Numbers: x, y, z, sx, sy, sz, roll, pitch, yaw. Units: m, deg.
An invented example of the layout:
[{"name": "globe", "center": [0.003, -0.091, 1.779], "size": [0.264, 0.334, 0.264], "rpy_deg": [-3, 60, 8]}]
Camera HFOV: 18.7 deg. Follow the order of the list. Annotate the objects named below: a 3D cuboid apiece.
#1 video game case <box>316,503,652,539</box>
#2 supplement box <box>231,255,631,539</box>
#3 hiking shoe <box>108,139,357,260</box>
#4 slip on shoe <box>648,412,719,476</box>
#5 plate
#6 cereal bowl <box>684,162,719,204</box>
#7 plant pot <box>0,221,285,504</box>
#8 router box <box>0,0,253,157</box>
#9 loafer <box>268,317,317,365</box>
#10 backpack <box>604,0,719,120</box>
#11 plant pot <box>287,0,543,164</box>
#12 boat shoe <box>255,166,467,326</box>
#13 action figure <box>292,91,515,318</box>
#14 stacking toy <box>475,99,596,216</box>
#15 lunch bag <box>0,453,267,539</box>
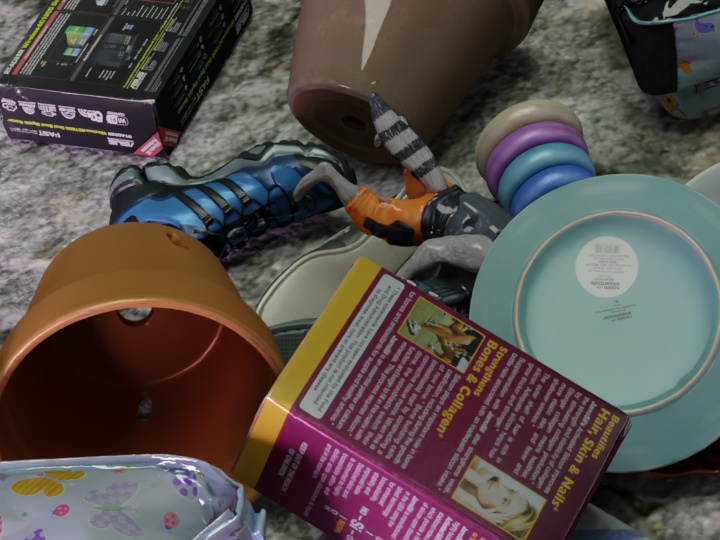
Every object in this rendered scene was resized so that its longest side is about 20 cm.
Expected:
[{"name": "video game case", "center": [0.057, 0.198, 1.388], "size": [0.182, 0.022, 0.200], "rpy_deg": [28, 56, 35]}, {"name": "supplement box", "center": [0.043, 0.108, 1.342], "size": [0.199, 0.103, 0.131], "rpy_deg": [32, 53, 5]}, {"name": "hiking shoe", "center": [-0.097, -0.038, 1.646], "size": [0.198, 0.075, 0.087], "rpy_deg": [-9, 49, 17]}, {"name": "slip on shoe", "center": [0.171, 0.098, 1.430], "size": [0.198, 0.075, 0.061], "rpy_deg": [5, 34, 10]}, {"name": "plate", "center": [0.166, 0.029, 1.409], "size": [0.198, 0.026, 0.202], "rpy_deg": [-3, 73, 11]}, {"name": "cereal bowl", "center": [0.297, 0.009, 1.489], "size": [0.198, 0.084, 0.201], "rpy_deg": [-6, 43, 5]}, {"name": "plant pot", "center": [-0.147, 0.062, 1.457], "size": [0.198, 0.201, 0.140], "rpy_deg": [-11, 35, 0]}, {"name": "router box", "center": [-0.195, -0.185, 1.819], "size": [0.149, 0.062, 0.201], "rpy_deg": [9, 47, 20]}, {"name": "loafer", "center": [0.021, 0.068, 1.514], "size": [0.198, 0.073, 0.063], "rpy_deg": [5, 11, 12]}, {"name": "backpack", "center": [0.289, -0.222, 1.684], "size": [0.199, 0.154, 0.177], "rpy_deg": [-20, 45, 5]}, {"name": "plant pot", "center": [0.025, -0.183, 1.700], "size": [0.199, 0.201, 0.176], "rpy_deg": [12, 67, 24]}, {"name": "boat shoe", "center": [0.000, 0.000, 1.596], "size": [0.200, 0.057, 0.067], "rpy_deg": [-39, 85, -22]}, {"name": "action figure", "center": [0.050, -0.024, 1.496], "size": [0.193, 0.105, 0.200], "rpy_deg": [37, 27, 15]}, {"name": "stacking toy", "center": [0.150, -0.028, 1.574], "size": [0.085, 0.086, 0.201], "rpy_deg": [-17, 50, -5]}, {"name": "lunch bag", "center": [-0.145, 0.205, 1.317], "size": [0.198, 0.170, 0.128], "rpy_deg": [-5, 42, 7]}]
